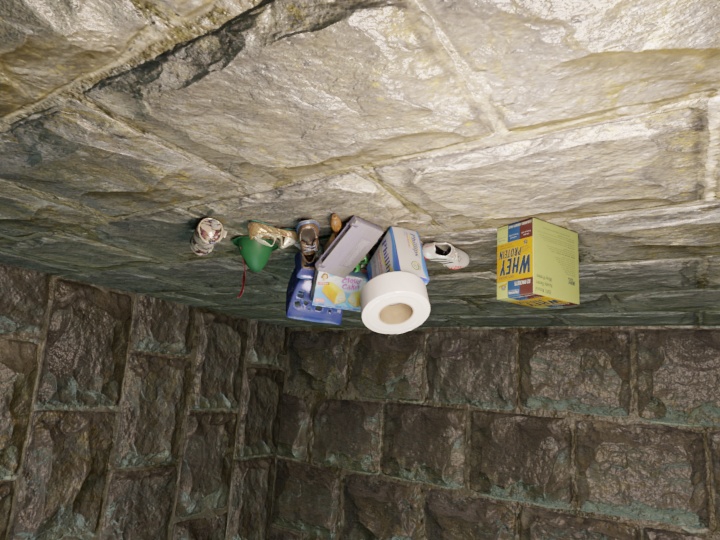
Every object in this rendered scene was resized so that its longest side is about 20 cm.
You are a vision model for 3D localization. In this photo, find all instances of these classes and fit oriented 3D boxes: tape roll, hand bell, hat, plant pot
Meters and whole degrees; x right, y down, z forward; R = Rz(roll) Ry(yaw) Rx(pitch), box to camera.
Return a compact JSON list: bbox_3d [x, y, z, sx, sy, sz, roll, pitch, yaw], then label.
[{"bbox_3d":[0.096,0.095,1.472,0.196,0.072,0.205,-5,140,-4],"label":"tape roll"},{"bbox_3d":[-0.069,-0.110,1.553,0.101,0.107,0.201,3,154,5],"label":"hand bell"},{"bbox_3d":[-0.373,-0.007,1.825,0.160,0.182,0.200,3,167,5],"label":"hat"},{"bbox_3d":[-0.151,0.050,1.803,0.194,0.185,0.201,8,-157,-12],"label":"plant pot"}]

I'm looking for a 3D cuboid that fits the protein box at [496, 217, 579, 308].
[{"bbox_3d":[0.494,-0.013,1.458,0.194,0.207,0.134,11,165,-30],"label":"protein box"}]

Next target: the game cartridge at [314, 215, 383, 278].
[{"bbox_3d":[-0.033,-0.066,1.548,0.128,0.039,0.201,13,125,-49],"label":"game cartridge"}]

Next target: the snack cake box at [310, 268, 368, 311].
[{"bbox_3d":[-0.056,0.058,1.687,0.194,0.118,0.067,9,-160,-14],"label":"snack cake box"}]

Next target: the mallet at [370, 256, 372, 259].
[{"bbox_3d":[0.018,-0.038,1.897,0.064,0.043,0.199,5,164,-29],"label":"mallet"}]

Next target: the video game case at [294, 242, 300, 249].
[{"bbox_3d":[-0.110,-0.072,1.812,0.194,0.024,0.182,1,167,15],"label":"video game case"}]

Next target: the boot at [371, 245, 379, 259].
[{"bbox_3d":[0.124,-0.026,1.748,0.168,0.071,0.200,6,166,5],"label":"boot"}]

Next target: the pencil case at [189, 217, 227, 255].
[{"bbox_3d":[-0.493,-0.104,1.675,0.088,0.080,0.199,30,158,-18],"label":"pencil case"}]

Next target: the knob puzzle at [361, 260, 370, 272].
[{"bbox_3d":[0.000,0.000,1.776,0.216,0.031,0.221,31,160,12],"label":"knob puzzle"}]

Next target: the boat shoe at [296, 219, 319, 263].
[{"bbox_3d":[-0.153,-0.086,1.595,0.070,0.074,0.201,-10,158,-5],"label":"boat shoe"}]

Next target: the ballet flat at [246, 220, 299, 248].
[{"bbox_3d":[-0.261,-0.103,1.631,0.195,0.067,0.070,10,164,-24],"label":"ballet flat"}]

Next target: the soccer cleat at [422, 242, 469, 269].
[{"bbox_3d":[0.284,-0.051,1.678,0.195,0.071,0.085,13,160,-28],"label":"soccer cleat"}]

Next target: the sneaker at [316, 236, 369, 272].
[{"bbox_3d":[-0.074,-0.050,1.674,0.195,0.086,0.080,13,129,21],"label":"sneaker"}]

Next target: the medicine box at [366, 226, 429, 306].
[{"bbox_3d":[0.107,0.008,1.570,0.100,0.186,0.202,9,138,-21],"label":"medicine box"}]

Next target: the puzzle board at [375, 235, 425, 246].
[{"bbox_3d":[0.137,-0.080,1.711,0.147,0.018,0.198,-4,165,34],"label":"puzzle board"}]
